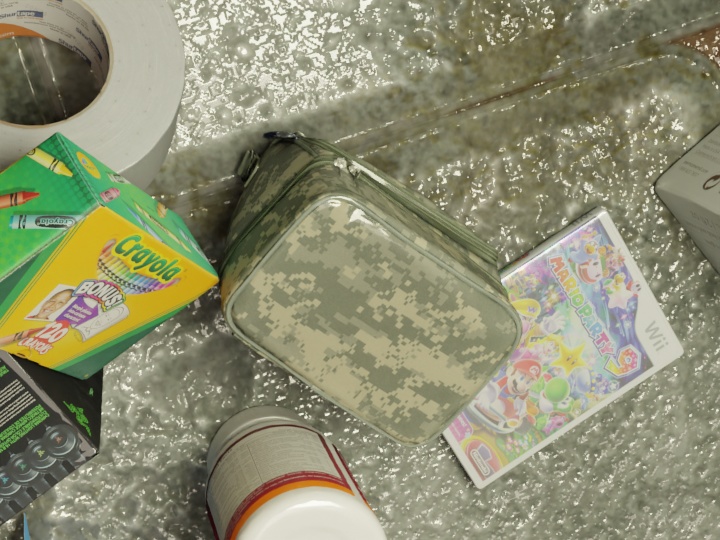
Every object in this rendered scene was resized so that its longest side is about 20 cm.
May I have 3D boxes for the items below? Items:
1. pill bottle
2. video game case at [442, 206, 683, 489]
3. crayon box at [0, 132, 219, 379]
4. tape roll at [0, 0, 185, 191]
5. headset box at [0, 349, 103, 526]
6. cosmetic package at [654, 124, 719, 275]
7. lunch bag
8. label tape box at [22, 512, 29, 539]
[{"bbox_3d":[-0.053,0.172,1.121,0.109,0.200,0.110,-3,105,-12],"label":"pill bottle"},{"bbox_3d":[0.140,0.062,1.233,0.200,0.018,0.143,-33,109,-3],"label":"video game case"},{"bbox_3d":[-0.179,-0.003,0.974,0.119,0.200,0.058,-36,71,5],"label":"crayon box"},{"bbox_3d":[-0.216,-0.125,1.022,0.200,0.066,0.201,5,66,-12],"label":"tape roll"},{"bbox_3d":[-0.262,0.054,1.054,0.093,0.174,0.200,-36,108,4],"label":"headset box"},{"bbox_3d":[0.365,-0.031,1.182,0.165,0.165,0.200,-41,108,0],"label":"cosmetic package"},{"bbox_3d":[0.000,0.000,1.107,0.200,0.168,0.139,33,106,-20],"label":"lunch bag"},{"bbox_3d":[-0.203,0.292,1.148,0.063,0.144,0.201,-8,106,-11],"label":"label tape box"}]
